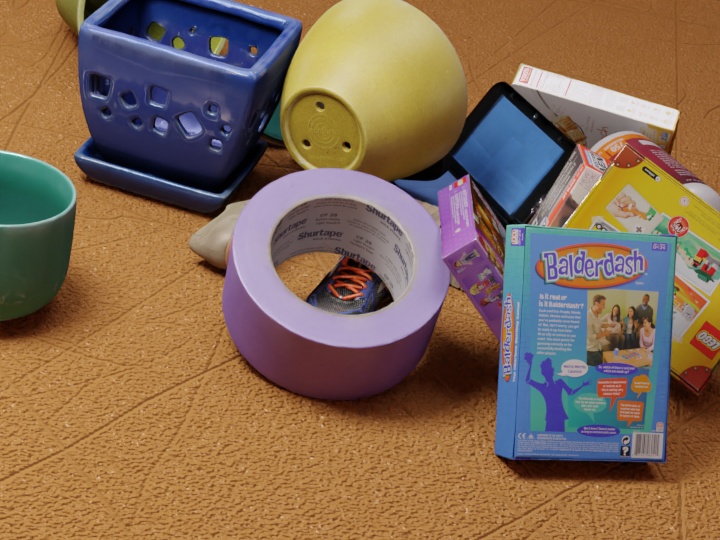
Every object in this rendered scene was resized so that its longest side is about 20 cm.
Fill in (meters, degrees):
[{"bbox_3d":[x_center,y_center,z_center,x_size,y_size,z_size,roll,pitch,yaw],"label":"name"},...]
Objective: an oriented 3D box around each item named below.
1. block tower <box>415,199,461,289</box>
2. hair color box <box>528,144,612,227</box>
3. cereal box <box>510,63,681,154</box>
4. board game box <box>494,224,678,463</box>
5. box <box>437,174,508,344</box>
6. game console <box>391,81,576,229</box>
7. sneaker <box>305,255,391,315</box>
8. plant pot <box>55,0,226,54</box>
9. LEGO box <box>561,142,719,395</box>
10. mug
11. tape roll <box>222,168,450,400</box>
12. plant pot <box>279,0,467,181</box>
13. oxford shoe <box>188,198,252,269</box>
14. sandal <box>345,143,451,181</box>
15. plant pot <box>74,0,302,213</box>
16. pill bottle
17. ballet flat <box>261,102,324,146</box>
[{"bbox_3d":[0.093,-0.023,1.757,0.198,0.058,0.054,25,29,19],"label":"block tower"},{"bbox_3d":[0.281,-0.031,1.734,0.198,0.112,0.064,26,22,-13],"label":"hair color box"},{"bbox_3d":[0.270,-0.161,2.007,0.198,0.144,0.040,17,58,11],"label":"cereal box"},{"bbox_3d":[0.198,0.064,1.481,0.150,0.203,0.045,4,0,-18],"label":"board game box"},{"bbox_3d":[0.139,0.024,1.563,0.039,0.201,0.137,-29,24,15],"label":"box"},{"bbox_3d":[0.117,-0.124,1.890,0.171,0.120,0.200,-1,30,-26],"label":"game console"},{"bbox_3d":[0.000,0.000,1.639,0.075,0.079,0.200,18,33,14],"label":"sneaker"},{"bbox_3d":[-0.284,-0.331,2.062,0.198,0.203,0.184,-5,20,-31],"label":"plant pot"},{"bbox_3d":[0.288,-0.001,1.622,0.199,0.149,0.077,38,5,8],"label":"LEGO box"},{"bbox_3d":[-0.332,-0.032,1.521,0.150,0.116,0.186,11,26,-3],"label":"mug"},{"bbox_3d":[-0.023,0.010,1.528,0.198,0.085,0.202,7,51,-9],"label":"tape roll"},{"bbox_3d":[-0.005,-0.169,1.768,0.198,0.202,0.142,22,35,18],"label":"plant pot"},{"bbox_3d":[-0.100,-0.056,1.723,0.074,0.071,0.200,17,24,23],"label":"oxford shoe"},{"bbox_3d":[0.015,-0.139,1.895,0.199,0.076,0.048,12,32,27],"label":"sandal"},{"bbox_3d":[-0.188,-0.180,1.797,0.198,0.182,0.200,17,27,6],"label":"plant pot"},{"bbox_3d":[0.332,-0.064,1.875,0.112,0.114,0.200,-3,30,-28],"label":"pill bottle"},{"bbox_3d":[-0.057,-0.176,1.996,0.198,0.070,0.063,3,0,-23],"label":"ballet flat"}]
